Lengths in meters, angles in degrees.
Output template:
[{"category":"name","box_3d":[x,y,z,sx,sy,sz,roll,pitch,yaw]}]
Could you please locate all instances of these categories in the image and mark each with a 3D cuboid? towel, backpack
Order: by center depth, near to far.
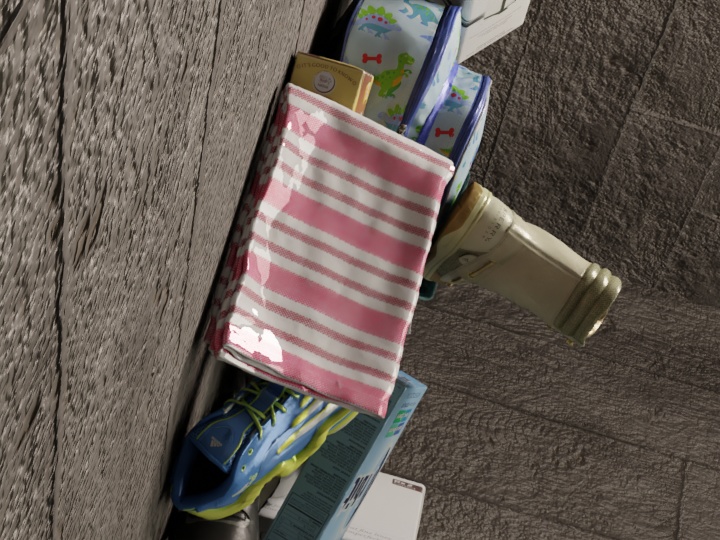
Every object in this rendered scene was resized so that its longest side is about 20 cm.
[{"category":"towel","box_3d":[-0.016,-0.013,1.126,0.030,0.146,0.201,-6,-115,60]},{"category":"backpack","box_3d":[0.030,-0.129,1.357,0.183,0.146,0.201,-69,176,-68]}]

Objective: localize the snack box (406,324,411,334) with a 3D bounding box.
[{"category":"snack box","box_3d":[0.030,0.018,1.450,0.200,0.024,0.072,160,-65,-87]}]

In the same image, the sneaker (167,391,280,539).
[{"category":"sneaker","box_3d":[-0.110,0.163,1.265,0.200,0.075,0.088,-78,169,-64]}]

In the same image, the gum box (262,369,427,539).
[{"category":"gum box","box_3d":[-0.017,0.174,1.370,0.200,0.044,0.170,-60,171,0]}]

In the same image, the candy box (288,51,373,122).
[{"category":"candy box","box_3d":[-0.044,-0.059,1.215,0.117,0.056,0.201,-54,159,-83]}]

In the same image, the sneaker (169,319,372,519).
[{"category":"sneaker","box_3d":[-0.061,0.106,1.151,0.200,0.076,0.105,-50,171,10]}]

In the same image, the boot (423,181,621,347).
[{"category":"boot","box_3d":[0.132,0.005,1.353,0.072,0.154,0.200,-58,178,-11]}]

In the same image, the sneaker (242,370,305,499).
[{"category":"sneaker","box_3d":[-0.068,0.137,1.413,0.099,0.078,0.201,-121,-153,-46]}]

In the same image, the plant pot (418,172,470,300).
[{"category":"plant pot","box_3d":[0.016,-0.078,1.702,0.200,0.141,0.142,-106,-149,-73]}]

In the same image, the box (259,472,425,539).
[{"category":"box","box_3d":[-0.052,0.267,1.567,0.200,0.198,0.131,-64,169,-77]}]

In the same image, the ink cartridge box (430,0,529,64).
[{"category":"ink cartridge box","box_3d":[0.082,-0.289,1.401,0.084,0.146,0.200,-33,167,-10]}]
